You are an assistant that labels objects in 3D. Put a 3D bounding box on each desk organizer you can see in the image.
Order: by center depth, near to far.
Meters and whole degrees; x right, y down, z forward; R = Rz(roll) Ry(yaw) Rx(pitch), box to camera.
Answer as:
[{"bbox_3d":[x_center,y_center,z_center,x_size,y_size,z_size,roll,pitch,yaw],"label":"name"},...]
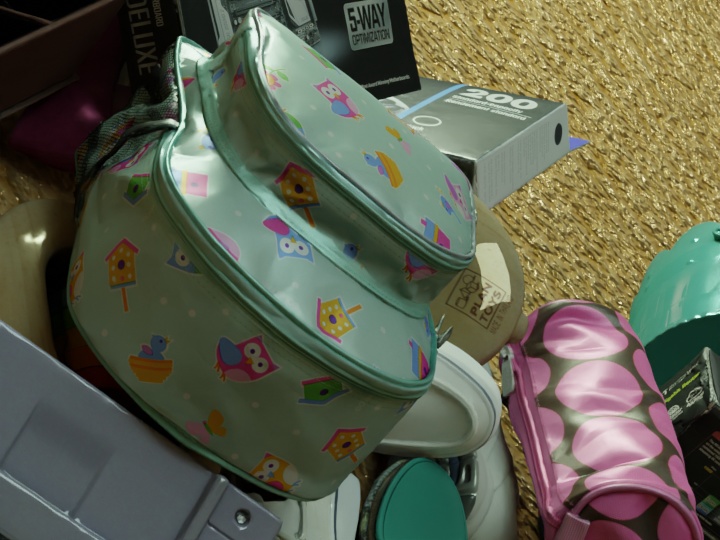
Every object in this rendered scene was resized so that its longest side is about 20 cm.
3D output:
[{"bbox_3d":[-0.206,-0.110,0.967,0.072,0.077,0.200,48,40,4],"label":"desk organizer"}]

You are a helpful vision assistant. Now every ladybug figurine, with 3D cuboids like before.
[{"bbox_3d":[-0.131,0.050,0.912,0.135,0.072,0.201,28,32,-33],"label":"ladybug figurine"},{"bbox_3d":[0.000,0.000,1.106,0.199,0.072,0.136,26,68,12],"label":"ladybug figurine"}]

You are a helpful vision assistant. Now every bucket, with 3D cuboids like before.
[{"bbox_3d":[0.268,0.079,1.339,0.207,0.207,0.135,43,30,-6],"label":"bucket"}]

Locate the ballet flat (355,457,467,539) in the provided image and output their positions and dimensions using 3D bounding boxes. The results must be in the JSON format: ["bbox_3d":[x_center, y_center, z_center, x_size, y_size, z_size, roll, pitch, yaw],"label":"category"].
[{"bbox_3d":[0.011,0.168,0.965,0.072,0.072,0.201,37,26,-18],"label":"ballet flat"}]

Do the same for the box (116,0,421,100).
[{"bbox_3d":[-0.053,-0.161,1.092,0.199,0.049,0.159,-18,102,-51],"label":"box"}]

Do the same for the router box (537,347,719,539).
[{"bbox_3d":[0.229,0.162,1.206,0.200,0.150,0.062,38,26,-18],"label":"router box"}]

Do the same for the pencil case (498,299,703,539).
[{"bbox_3d":[0.128,0.099,1.107,0.093,0.091,0.200,26,23,-21],"label":"pencil case"}]

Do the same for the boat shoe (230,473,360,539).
[{"bbox_3d":[-0.047,0.134,0.921,0.086,0.075,0.202,38,24,-17],"label":"boat shoe"}]

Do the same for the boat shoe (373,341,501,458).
[{"bbox_3d":[-0.024,0.061,1.014,0.198,0.074,0.065,13,22,-2],"label":"boat shoe"}]

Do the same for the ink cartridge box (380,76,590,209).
[{"bbox_3d":[0.025,-0.095,1.249,0.197,0.044,0.200,14,21,23],"label":"ink cartridge box"}]

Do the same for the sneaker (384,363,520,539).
[{"bbox_3d":[0.052,0.101,1.141,0.087,0.074,0.201,51,23,-31],"label":"sneaker"}]

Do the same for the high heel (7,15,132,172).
[{"bbox_3d":[-0.168,-0.122,1.135,0.095,0.068,0.201,2,41,-22],"label":"high heel"}]

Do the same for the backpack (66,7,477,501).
[{"bbox_3d":[-0.038,-0.006,0.878,0.175,0.153,0.201,39,29,-20],"label":"backpack"}]

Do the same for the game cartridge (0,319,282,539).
[{"bbox_3d":[-0.140,0.102,0.792,0.199,0.038,0.130,37,65,-18],"label":"game cartridge"}]
